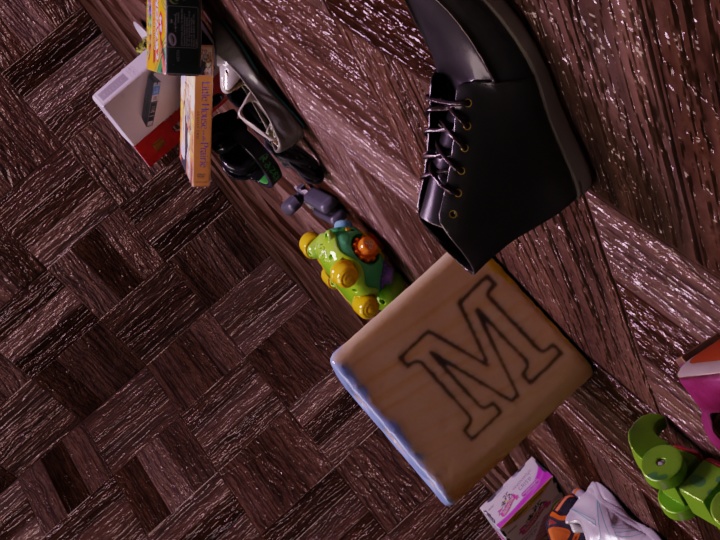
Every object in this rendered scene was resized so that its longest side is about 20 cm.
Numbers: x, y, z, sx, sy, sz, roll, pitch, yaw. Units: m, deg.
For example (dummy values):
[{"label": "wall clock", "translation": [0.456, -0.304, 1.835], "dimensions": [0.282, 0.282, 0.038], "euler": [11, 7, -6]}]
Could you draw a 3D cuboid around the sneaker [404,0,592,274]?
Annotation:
[{"label": "sneaker", "translation": [0.063, -0.091, 0.636], "dimensions": [0.201, 0.106, 0.075], "euler": [53, 172, -28]}]

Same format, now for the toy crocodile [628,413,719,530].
[{"label": "toy crocodile", "translation": [0.302, 0.190, 0.869], "dimensions": [0.200, 0.062, 0.068], "euler": [33, 162, 54]}]

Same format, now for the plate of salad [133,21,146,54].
[{"label": "plate of salad", "translation": [-0.431, -0.449, 2.213], "dimensions": [0.201, 0.048, 0.200], "euler": [50, 173, 8]}]

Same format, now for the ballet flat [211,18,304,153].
[{"label": "ballet flat", "translation": [-0.155, -0.249, 1.408], "dimensions": [0.201, 0.064, 0.067], "euler": [52, 173, -15]}]

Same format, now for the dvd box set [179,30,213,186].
[{"label": "dvd box set", "translation": [-0.237, -0.239, 1.479], "dimensions": [0.147, 0.029, 0.203], "euler": [-126, 37, -61]}]

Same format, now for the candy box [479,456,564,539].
[{"label": "candy box", "translation": [0.311, 0.447, 1.879], "dimensions": [0.061, 0.136, 0.201], "euler": [41, 170, 42]}]

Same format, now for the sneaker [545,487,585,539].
[{"label": "sneaker", "translation": [0.368, 0.448, 1.596], "dimensions": [0.200, 0.112, 0.078], "euler": [46, 173, 28]}]

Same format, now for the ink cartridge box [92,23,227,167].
[{"label": "ink cartridge box", "translation": [-0.290, -0.270, 1.599], "dimensions": [0.045, 0.200, 0.177], "euler": [41, 170, 39]}]

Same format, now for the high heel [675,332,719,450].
[{"label": "high heel", "translation": [0.237, 0.082, 0.608], "dimensions": [0.097, 0.067, 0.200], "euler": [58, -170, 11]}]

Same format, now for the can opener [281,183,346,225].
[{"label": "can opener", "translation": [-0.084, -0.103, 1.734], "dimensions": [0.054, 0.067, 0.200], "euler": [51, 174, -21]}]

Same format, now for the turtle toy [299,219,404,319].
[{"label": "turtle toy", "translation": [0.000, 0.000, 1.599], "dimensions": [0.146, 0.101, 0.201], "euler": [41, 170, 49]}]

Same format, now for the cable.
[{"label": "cable", "translation": [-0.129, -0.197, 1.582], "dimensions": [0.200, 0.051, 0.163], "euler": [48, 173, 14]}]

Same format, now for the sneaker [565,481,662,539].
[{"label": "sneaker", "translation": [0.360, 0.375, 1.397], "dimensions": [0.200, 0.080, 0.071], "euler": [39, 166, 53]}]

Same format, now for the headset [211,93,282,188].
[{"label": "headset", "translation": [-0.187, -0.204, 1.566], "dimensions": [0.199, 0.094, 0.124], "euler": [33, 164, 34]}]

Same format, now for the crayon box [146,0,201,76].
[{"label": "crayon box", "translation": [-0.258, -0.333, 1.393], "dimensions": [0.200, 0.050, 0.129], "euler": [-147, 57, -67]}]

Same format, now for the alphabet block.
[{"label": "alphabet block", "translation": [0.105, 0.115, 1.114], "dimensions": [0.197, 0.200, 0.195], "euler": [48, 174, 11]}]
